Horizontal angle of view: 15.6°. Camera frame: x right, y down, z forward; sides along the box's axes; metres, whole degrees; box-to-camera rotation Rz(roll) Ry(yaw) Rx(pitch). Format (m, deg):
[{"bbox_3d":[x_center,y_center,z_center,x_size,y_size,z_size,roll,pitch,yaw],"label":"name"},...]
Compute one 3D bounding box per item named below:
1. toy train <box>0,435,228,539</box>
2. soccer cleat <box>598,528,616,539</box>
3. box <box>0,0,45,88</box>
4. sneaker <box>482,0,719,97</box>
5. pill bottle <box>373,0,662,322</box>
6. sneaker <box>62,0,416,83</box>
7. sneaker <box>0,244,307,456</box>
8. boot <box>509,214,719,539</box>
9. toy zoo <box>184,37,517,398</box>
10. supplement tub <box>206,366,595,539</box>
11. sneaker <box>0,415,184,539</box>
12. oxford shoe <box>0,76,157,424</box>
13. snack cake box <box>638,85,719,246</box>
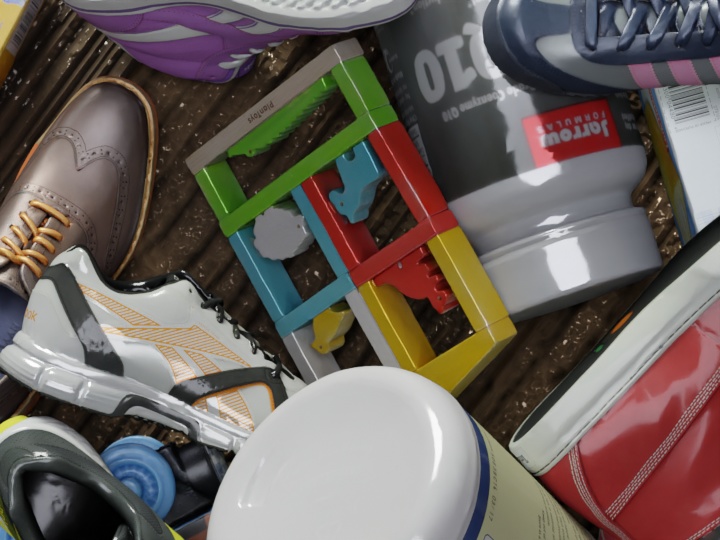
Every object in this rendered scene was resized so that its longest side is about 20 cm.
[{"bbox_3d":[-0.146,0.163,1.338,0.199,0.087,0.115,-28,90,-1],"label":"toy train"},{"bbox_3d":[0.218,0.154,1.341,0.199,0.068,0.073,16,105,2],"label":"soccer cleat"},{"bbox_3d":[-0.279,-0.145,1.392,0.199,0.041,0.119,27,86,2],"label":"box"},{"bbox_3d":[0.161,-0.124,1.266,0.199,0.082,0.070,-2,80,-14],"label":"sneaker"},{"bbox_3d":[0.079,-0.081,1.336,0.113,0.114,0.201,-18,84,0],"label":"pill bottle"},{"bbox_3d":[-0.049,-0.139,1.340,0.200,0.114,0.073,6,68,24],"label":"sneaker"},{"bbox_3d":[-0.074,0.047,1.307,0.199,0.074,0.080,20,89,-14],"label":"sneaker"},{"bbox_3d":[0.190,0.062,1.281,0.144,0.072,0.200,42,91,-2],"label":"boot"},{"bbox_3d":[0.000,0.000,1.336,0.131,0.020,0.201,-35,82,42],"label":"toy zoo"},{"bbox_3d":[0.036,0.154,1.260,0.145,0.145,0.200,-47,129,-2],"label":"supplement tub"},{"bbox_3d":[-0.108,0.153,1.258,0.200,0.085,0.075,41,88,-6],"label":"sneaker"},{"bbox_3d":[-0.160,-0.008,1.350,0.071,0.073,0.201,23,86,4],"label":"oxford shoe"},{"bbox_3d":[0.225,-0.022,1.349,0.115,0.067,0.201,-15,85,-1],"label":"snack cake box"}]
